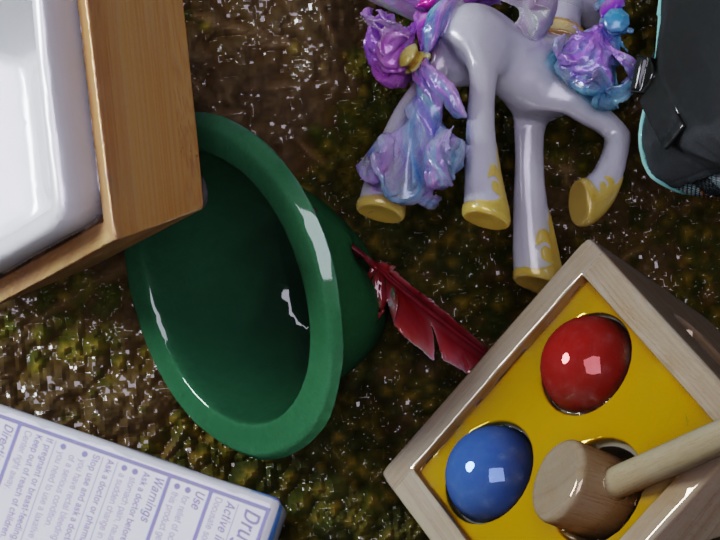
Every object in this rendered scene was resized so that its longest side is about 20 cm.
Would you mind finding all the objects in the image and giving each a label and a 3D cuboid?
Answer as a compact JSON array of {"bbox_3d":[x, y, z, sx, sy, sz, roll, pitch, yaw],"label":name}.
[{"bbox_3d":[0.061,-0.112,1.484,0.193,0.167,0.200,23,67,-27],"label":"pony figurine"},{"bbox_3d":[0.129,0.095,1.390,0.184,0.142,0.200,-49,43,10],"label":"pounding toy"},{"bbox_3d":[-0.158,0.168,1.462,0.200,0.103,0.182,19,84,0],"label":"medicine box"},{"bbox_3d":[-0.144,-0.075,1.452,0.081,0.200,0.157,-4,82,-25],"label":"soap dish"},{"bbox_3d":[0.251,-0.113,1.463,0.200,0.153,0.176,13,76,-38],"label":"backpack"},{"bbox_3d":[0.000,0.000,1.513,0.176,0.166,0.200,-18,102,-38],"label":"hat"}]
